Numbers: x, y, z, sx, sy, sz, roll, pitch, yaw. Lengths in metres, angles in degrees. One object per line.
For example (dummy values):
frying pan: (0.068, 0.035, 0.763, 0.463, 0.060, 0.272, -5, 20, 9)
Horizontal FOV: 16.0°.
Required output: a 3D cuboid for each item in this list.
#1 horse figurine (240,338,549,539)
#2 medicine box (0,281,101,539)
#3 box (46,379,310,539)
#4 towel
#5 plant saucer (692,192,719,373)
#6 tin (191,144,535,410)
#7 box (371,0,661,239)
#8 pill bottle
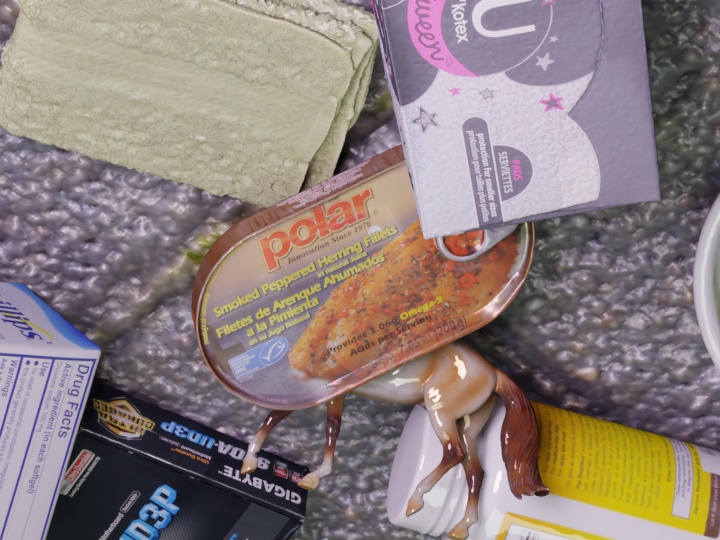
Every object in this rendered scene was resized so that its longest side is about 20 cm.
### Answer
horse figurine: (0.021, 0.074, 1.483, 0.199, 0.133, 0.050, 17, 165, 5)
medicine box: (-0.273, 0.102, 1.460, 0.199, 0.103, 0.183, 6, 109, -40)
box: (-0.146, 0.169, 1.648, 0.158, 0.046, 0.200, 24, 131, -17)
towel: (-0.095, -0.108, 1.387, 0.199, 0.037, 0.149, 13, 134, -10)
plant saucer: (0.286, 0.004, 1.423, 0.199, 0.050, 0.202, 5, 109, 14)
tin: (0.000, 0.000, 1.430, 0.199, 0.042, 0.112, -25, 118, -3)
box: (0.073, -0.130, 1.284, 0.131, 0.115, 0.201, -10, 132, 2)
pill bottle: (0.121, 0.140, 1.554, 0.199, 0.110, 0.110, 16, 133, -10)
